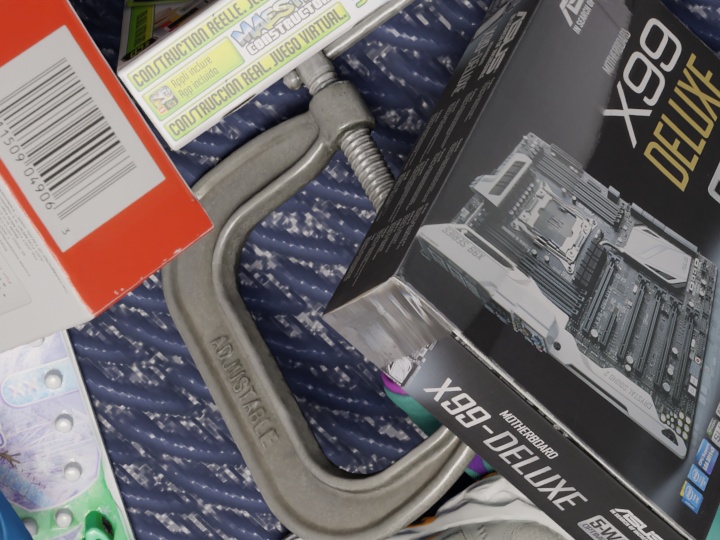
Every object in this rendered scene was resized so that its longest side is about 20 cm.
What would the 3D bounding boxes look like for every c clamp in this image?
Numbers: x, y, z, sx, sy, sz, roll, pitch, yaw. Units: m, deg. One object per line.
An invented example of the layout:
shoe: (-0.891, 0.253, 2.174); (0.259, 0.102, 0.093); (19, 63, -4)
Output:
c clamp: (0.000, 0.000, 1.090); (0.171, 0.027, 0.200); (-31, 68, 19)

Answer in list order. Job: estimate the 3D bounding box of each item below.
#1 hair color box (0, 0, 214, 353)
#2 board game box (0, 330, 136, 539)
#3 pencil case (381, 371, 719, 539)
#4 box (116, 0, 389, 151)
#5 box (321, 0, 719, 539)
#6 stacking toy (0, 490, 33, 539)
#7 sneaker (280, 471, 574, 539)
hair color box: (-0.143, -0.029, 1.009); (0.064, 0.200, 0.111); (-38, 100, -30)
board game box: (-0.212, 0.071, 1.148); (0.200, 0.026, 0.200); (-16, 106, 1)
pencil case: (0.105, 0.079, 1.138); (0.200, 0.092, 0.085); (44, 142, -15)
box: (-0.034, -0.109, 1.016); (0.110, 0.200, 0.035); (-35, 105, 6)
box: (0.091, -0.010, 1.060); (0.158, 0.200, 0.050); (42, 140, -16)
stacking toy: (-0.238, 0.137, 1.111); (0.200, 0.116, 0.110); (-31, 105, 20)
sneaker: (0.009, 0.146, 1.114); (0.076, 0.092, 0.200); (46, 134, -16)
